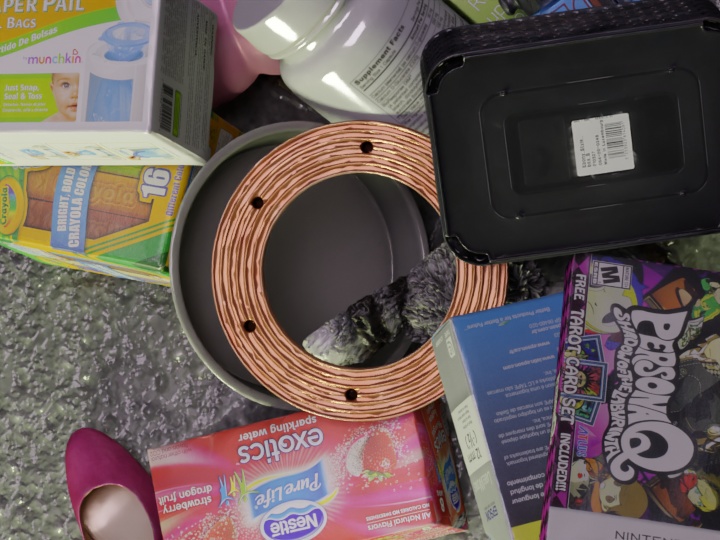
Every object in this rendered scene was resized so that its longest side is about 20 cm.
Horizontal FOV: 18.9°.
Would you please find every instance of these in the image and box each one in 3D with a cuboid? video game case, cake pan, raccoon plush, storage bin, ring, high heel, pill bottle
[{"bbox_3d":[0.207,0.096,1.332,0.181,0.036,0.201,9,67,-1],"label":"video game case"},{"bbox_3d":[-0.046,-0.003,1.508,0.200,0.037,0.201,1,87,-27],"label":"cake pan"},{"bbox_3d":[0.078,0.055,1.485,0.200,0.097,0.134,-34,78,4],"label":"raccoon plush"},{"bbox_3d":[0.143,-0.090,1.362,0.199,0.094,0.136,-8,106,3],"label":"storage bin"},{"bbox_3d":[0.000,0.000,1.444,0.200,0.019,0.201,0,89,6],"label":"ring"},{"bbox_3d":[-0.175,0.200,1.539,0.067,0.096,0.201,-24,75,12],"label":"high heel"},{"bbox_3d":[0.017,-0.143,1.478,0.200,0.113,0.113,37,94,-24],"label":"pill bottle"}]

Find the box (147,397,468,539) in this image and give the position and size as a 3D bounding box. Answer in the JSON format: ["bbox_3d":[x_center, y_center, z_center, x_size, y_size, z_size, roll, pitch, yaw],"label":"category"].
[{"bbox_3d":[-0.036,0.153,1.505,0.199,0.095,0.100,-14,78,14],"label":"box"}]

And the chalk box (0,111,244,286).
[{"bbox_3d":[-0.197,-0.065,1.576,0.199,0.124,0.125,10,83,18],"label":"chalk box"}]

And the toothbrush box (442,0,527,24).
[{"bbox_3d":[0.090,-0.255,1.499,0.200,0.086,0.146,40,94,-8],"label":"toothbrush box"}]

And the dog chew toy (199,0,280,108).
[{"bbox_3d":[-0.076,-0.191,1.562,0.199,0.125,0.125,-15,77,12],"label":"dog chew toy"}]

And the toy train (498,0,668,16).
[{"bbox_3d":[0.175,-0.163,1.436,0.114,0.087,0.200,-36,100,13],"label":"toy train"}]

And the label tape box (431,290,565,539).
[{"bbox_3d":[0.142,0.115,1.382,0.143,0.066,0.201,-12,79,-15],"label":"label tape box"}]

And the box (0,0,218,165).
[{"bbox_3d":[-0.210,-0.134,1.474,0.199,0.101,0.113,0,80,18],"label":"box"}]
